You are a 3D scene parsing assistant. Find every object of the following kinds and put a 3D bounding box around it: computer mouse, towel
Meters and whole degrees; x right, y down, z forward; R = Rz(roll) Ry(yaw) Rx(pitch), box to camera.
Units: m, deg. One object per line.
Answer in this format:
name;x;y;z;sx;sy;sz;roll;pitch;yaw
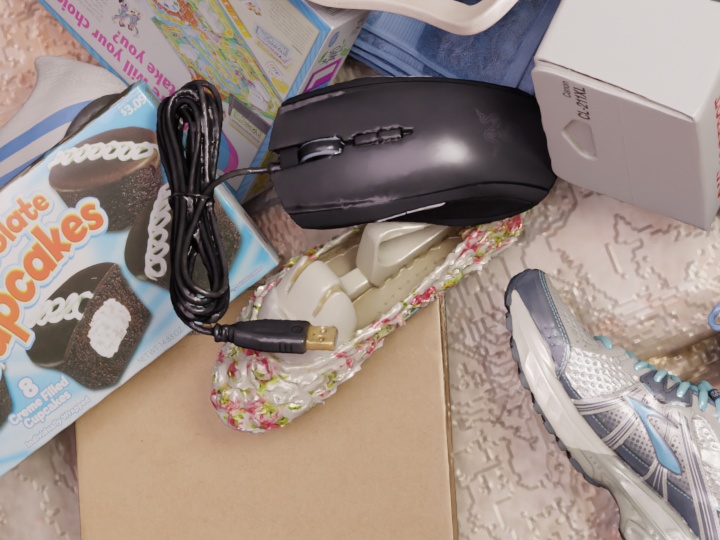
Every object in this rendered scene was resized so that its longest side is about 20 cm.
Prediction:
computer mouse;-0.002;-0.031;1.225;0.199;0.046;0.141;1;73;0
towel;0.029;-0.155;1.312;0.199;0.049;0.112;32;95;16

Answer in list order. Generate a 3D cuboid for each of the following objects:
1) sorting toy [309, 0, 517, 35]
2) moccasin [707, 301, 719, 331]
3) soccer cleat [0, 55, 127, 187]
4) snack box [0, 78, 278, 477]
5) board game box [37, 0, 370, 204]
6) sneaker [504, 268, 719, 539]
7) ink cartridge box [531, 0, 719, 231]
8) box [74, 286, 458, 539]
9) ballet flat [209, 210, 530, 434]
sorting toy;0.051;-0.193;1.234;0.199;0.107;0.181;17;62;29
moccasin;0.217;0.039;1.223;0.068;0.080;0.201;-20;79;-12
soccer cleat;-0.182;-0.021;1.363;0.086;0.070;0.201;38;102;40
snack box;-0.154;0.009;1.300;0.200;0.037;0.116;-38;100;5
board game box;-0.097;-0.150;1.318;0.200;0.034;0.135;45;135;13
sneaker;0.146;0.076;1.256;0.086;0.078;0.200;-35;88;9
ink cartridge box;0.163;-0.139;1.196;0.082;0.146;0.201;22;76;16
box;-0.051;0.090;1.323;0.199;0.021;0.165;-4;86;10
ballet flat;0.000;0.000;1.275;0.200;0.064;0.076;-41;66;-9
